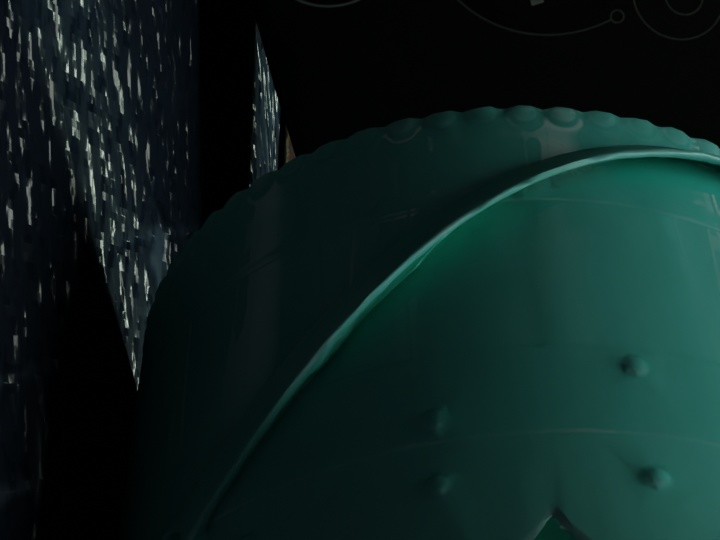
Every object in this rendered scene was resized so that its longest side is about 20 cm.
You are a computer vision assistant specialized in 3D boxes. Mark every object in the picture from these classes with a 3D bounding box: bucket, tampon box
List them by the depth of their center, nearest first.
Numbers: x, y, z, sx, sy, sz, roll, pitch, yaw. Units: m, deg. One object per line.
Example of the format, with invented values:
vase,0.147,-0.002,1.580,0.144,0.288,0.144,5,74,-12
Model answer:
bucket,0.037,0.069,0.608,0.207,0.206,0.135,80,4,-50
tampon box,0.056,-0.056,0.803,0.126,0.149,0.201,54,19,-74

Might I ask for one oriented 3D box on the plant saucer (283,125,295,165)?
plant saucer,0.000,0.000,1.008,0.200,0.034,0.201,-2,90,-83
